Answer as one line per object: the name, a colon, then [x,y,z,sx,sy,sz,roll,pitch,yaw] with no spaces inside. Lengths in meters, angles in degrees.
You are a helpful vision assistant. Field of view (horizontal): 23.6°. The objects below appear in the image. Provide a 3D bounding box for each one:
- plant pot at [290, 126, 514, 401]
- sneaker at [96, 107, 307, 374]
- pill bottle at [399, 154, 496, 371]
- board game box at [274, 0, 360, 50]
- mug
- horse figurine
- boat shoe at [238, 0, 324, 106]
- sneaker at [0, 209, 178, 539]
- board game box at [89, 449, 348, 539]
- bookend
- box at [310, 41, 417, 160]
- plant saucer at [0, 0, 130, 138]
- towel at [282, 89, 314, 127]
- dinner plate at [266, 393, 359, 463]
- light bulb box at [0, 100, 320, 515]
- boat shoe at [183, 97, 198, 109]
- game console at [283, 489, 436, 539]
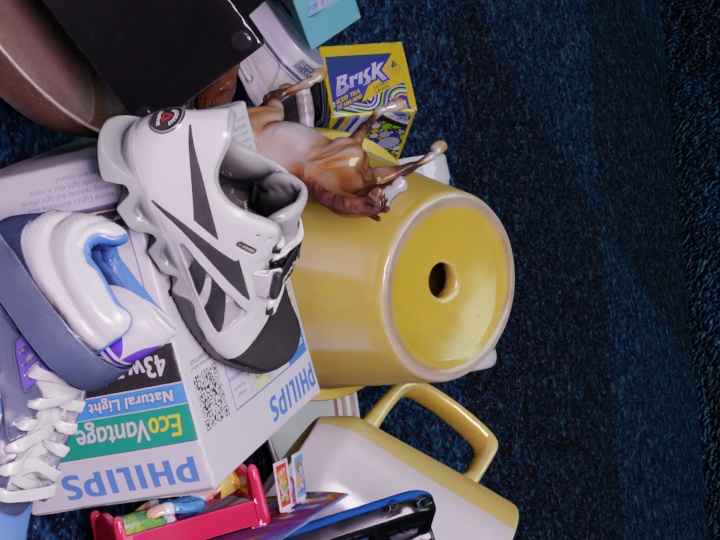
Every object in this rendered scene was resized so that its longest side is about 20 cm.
plant pot: [0.000,0.000,1.221,0.200,0.189,0.202,-6,99,-41]
sneaker: [-0.062,-0.013,0.957,0.200,0.088,0.074,58,28,-45]
pill bottle: [0.055,-0.001,1.586,0.113,0.112,0.201,-7,86,-70]
board game box: [-0.072,-0.264,1.182,0.151,0.047,0.200,55,-5,23]
mug: [0.010,0.175,1.226,0.153,0.150,0.187,37,21,-3]
horse figurine: [-0.038,-0.089,1.154,0.133,0.199,0.050,-41,147,-43]
boat shoe: [-0.109,-0.198,1.307,0.202,0.086,0.075,56,16,23]
sneaker: [-0.164,0.068,0.911,0.081,0.146,0.201,12,68,-68]
board game box: [-0.104,0.141,1.019,0.200,0.157,0.039,-16,95,-69]
bookend: [-0.138,-0.212,1.067,0.199,0.092,0.200,53,16,-11]
box: [-0.009,-0.108,1.397,0.200,0.070,0.065,109,-27,-66]
plant saucer: [-0.202,-0.156,1.013,0.200,0.034,0.200,52,16,-22]
towel: [-0.059,-0.156,1.383,0.147,0.024,0.201,166,-84,-77]
dinner plate: [-0.047,0.106,1.388,0.200,0.024,0.201,-10,90,-71]
light bulb box: [-0.132,0.018,1.054,0.198,0.124,0.201,-37,115,-68]
boat shoe: [-0.142,-0.161,1.193,0.073,0.074,0.201,-22,99,-70]
game console: [-0.035,0.228,1.069,0.171,0.199,0.119,90,-18,-75]
